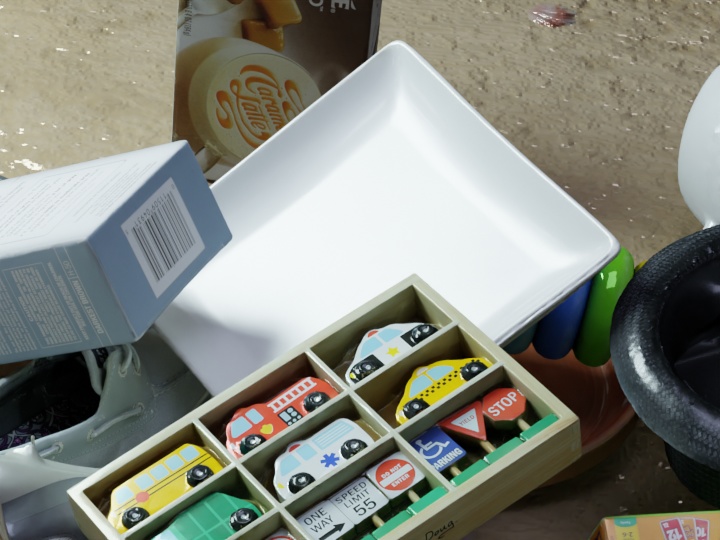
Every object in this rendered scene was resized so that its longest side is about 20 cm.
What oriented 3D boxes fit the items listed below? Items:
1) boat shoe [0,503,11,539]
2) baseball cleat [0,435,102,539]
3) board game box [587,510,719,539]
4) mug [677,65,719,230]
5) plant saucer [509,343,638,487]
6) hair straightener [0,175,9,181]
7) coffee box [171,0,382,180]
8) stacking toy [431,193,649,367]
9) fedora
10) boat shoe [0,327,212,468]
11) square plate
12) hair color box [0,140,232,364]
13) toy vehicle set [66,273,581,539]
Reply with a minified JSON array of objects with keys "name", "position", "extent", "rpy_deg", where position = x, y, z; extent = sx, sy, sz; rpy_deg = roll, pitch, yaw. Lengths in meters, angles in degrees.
[{"name":"boat shoe","position":[-0.169,0.152,1.085],"extent":[0.076,0.072,0.200],"rpy_deg":[-32,79,3]},{"name":"baseball cleat","position":[-0.111,0.137,1.188],"extent":[0.199,0.070,0.107],"rpy_deg":[7,71,-23]},{"name":"board game box","position":[0.199,0.137,1.200],"extent":[0.199,0.096,0.030],"rpy_deg":[-4,65,-12]},{"name":"mug","position":[0.261,-0.032,1.409],"extent":[0.175,0.148,0.200],"rpy_deg":[21,69,30]},{"name":"plant saucer","position":[0.052,0.050,1.344],"extent":[0.199,0.032,0.201],"rpy_deg":[4,37,-3]},{"name":"hair straightener","position":[-0.142,-0.023,1.400],"extent":[0.199,0.041,0.077],"rpy_deg":[16,38,12]},{"name":"coffee box","position":[-0.044,-0.149,1.448],"extent":[0.114,0.201,0.080],"rpy_deg":[9,37,3]},{"name":"stacking toy","position":[0.131,0.017,1.314],"extent":[0.199,0.086,0.086],"rpy_deg":[14,37,1]},{"name":"fedora","position":[0.216,0.061,1.230],"extent":[0.199,0.092,0.201],"rpy_deg":[3,44,-3]},{"name":"boat shoe","position":[-0.136,0.066,1.260],"extent":[0.070,0.072,0.201],"rpy_deg":[29,43,27]},{"name":"square plate","position":[0.000,0.000,1.263],"extent":[0.198,0.028,0.200],"rpy_deg":[-39,50,-5]},{"name":"hair color box","position":[-0.174,-0.001,1.274],"extent":[0.199,0.061,0.099],"rpy_deg":[-9,25,35]},{"name":"toy vehicle set","position":[-0.015,0.091,1.134],"extent":[0.200,0.027,0.124],"rpy_deg":[-32,49,-21]}]
